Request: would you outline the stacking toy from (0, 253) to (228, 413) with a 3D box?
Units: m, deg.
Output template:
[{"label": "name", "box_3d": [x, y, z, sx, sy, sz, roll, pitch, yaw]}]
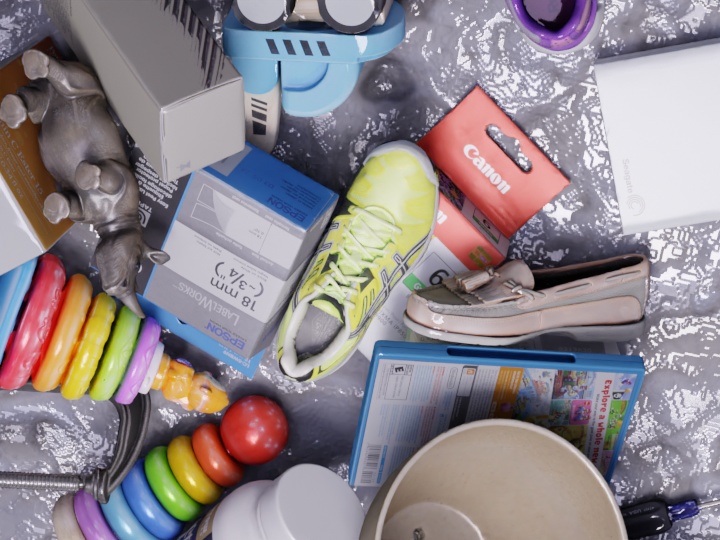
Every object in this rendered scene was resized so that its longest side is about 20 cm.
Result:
[{"label": "stacking toy", "box_3d": [-0.192, 0.064, 1.782, 0.199, 0.116, 0.110, 21, 82, -9]}]

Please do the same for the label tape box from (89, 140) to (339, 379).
[{"label": "label tape box", "box_3d": [-0.120, -0.006, 1.732, 0.144, 0.063, 0.201, 30, 128, 6]}]

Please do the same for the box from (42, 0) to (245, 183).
[{"label": "box", "box_3d": [-0.158, -0.163, 1.658, 0.068, 0.200, 0.082, -24, 147, -20]}]

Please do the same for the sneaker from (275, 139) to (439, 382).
[{"label": "sneaker", "box_3d": [0.000, 0.000, 1.697, 0.075, 0.076, 0.201, 25, 108, 2]}]

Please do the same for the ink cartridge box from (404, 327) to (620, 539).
[{"label": "ink cartridge box", "box_3d": [0.103, 0.133, 1.784, 0.160, 0.050, 0.201, 4, 127, -8]}]

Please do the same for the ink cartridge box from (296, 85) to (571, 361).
[{"label": "ink cartridge box", "box_3d": [0.051, -0.030, 1.746, 0.109, 0.050, 0.200, 45, 108, -7]}]

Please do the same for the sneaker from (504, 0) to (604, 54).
[{"label": "sneaker", "box_3d": [0.121, -0.244, 1.651, 0.080, 0.089, 0.201, -16, 103, 14]}]

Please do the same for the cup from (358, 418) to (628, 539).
[{"label": "cup", "box_3d": [0.076, 0.214, 1.691, 0.199, 0.143, 0.202, 4, 80, -21]}]

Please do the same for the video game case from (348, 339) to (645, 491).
[{"label": "video game case", "box_3d": [0.099, 0.112, 1.718, 0.199, 0.018, 0.144, 4, 133, -8]}]

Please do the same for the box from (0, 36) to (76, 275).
[{"label": "box", "box_3d": [-0.266, -0.076, 1.697, 0.097, 0.200, 0.125, -26, 102, 18]}]

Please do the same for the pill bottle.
[{"label": "pill bottle", "box_3d": [-0.083, 0.229, 1.781, 0.111, 0.111, 0.200, 42, 131, -6]}]

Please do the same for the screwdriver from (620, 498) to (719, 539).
[{"label": "screwdriver", "box_3d": [0.277, 0.178, 1.794, 0.199, 0.029, 0.028, -16, 104, 9]}]

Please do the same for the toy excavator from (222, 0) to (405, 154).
[{"label": "toy excavator", "box_3d": [-0.062, -0.143, 1.712, 0.193, 0.100, 0.201, 3, 116, 9]}]

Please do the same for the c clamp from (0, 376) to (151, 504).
[{"label": "c clamp", "box_3d": [-0.262, 0.142, 1.811, 0.199, 0.172, 0.027, -3, 151, 5]}]

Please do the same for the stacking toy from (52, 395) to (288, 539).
[{"label": "stacking toy", "box_3d": [-0.141, 0.167, 1.823, 0.199, 0.085, 0.086, -33, 100, 12]}]

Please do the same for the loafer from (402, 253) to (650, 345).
[{"label": "loafer", "box_3d": [0.124, 0.014, 1.709, 0.199, 0.072, 0.063, 1, 113, -26]}]

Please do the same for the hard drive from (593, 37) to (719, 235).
[{"label": "hard drive", "box_3d": [0.280, -0.106, 1.703, 0.199, 0.027, 0.133, -9, 105, 11]}]

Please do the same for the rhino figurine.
[{"label": "rhino figurine", "box_3d": [-0.189, -0.060, 1.642, 0.060, 0.087, 0.201, -23, 90, 17]}]
